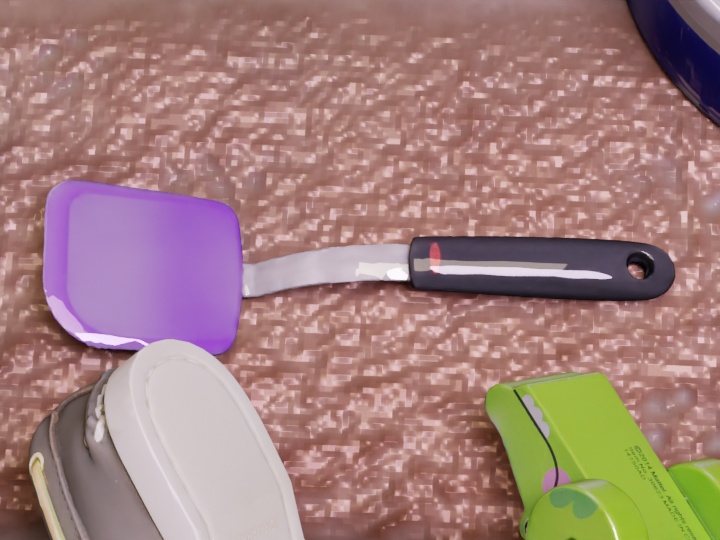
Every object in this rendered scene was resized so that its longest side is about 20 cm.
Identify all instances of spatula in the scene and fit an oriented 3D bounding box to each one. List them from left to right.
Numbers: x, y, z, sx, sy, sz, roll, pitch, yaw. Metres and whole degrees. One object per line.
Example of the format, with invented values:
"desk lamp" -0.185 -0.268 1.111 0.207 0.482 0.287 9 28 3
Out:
"spatula" 0.000 0.000 0.938 0.200 0.021 0.057 0 68 1

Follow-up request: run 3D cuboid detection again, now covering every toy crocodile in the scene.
"toy crocodile" 0.099 0.113 0.875 0.067 0.062 0.200 -12 60 -46

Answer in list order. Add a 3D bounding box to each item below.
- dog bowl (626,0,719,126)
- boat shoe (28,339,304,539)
"dog bowl" 0.180 -0.129 0.952 0.200 0.079 0.200 -1 70 1
"boat shoe" -0.037 0.122 0.872 0.060 0.072 0.202 -29 80 33
